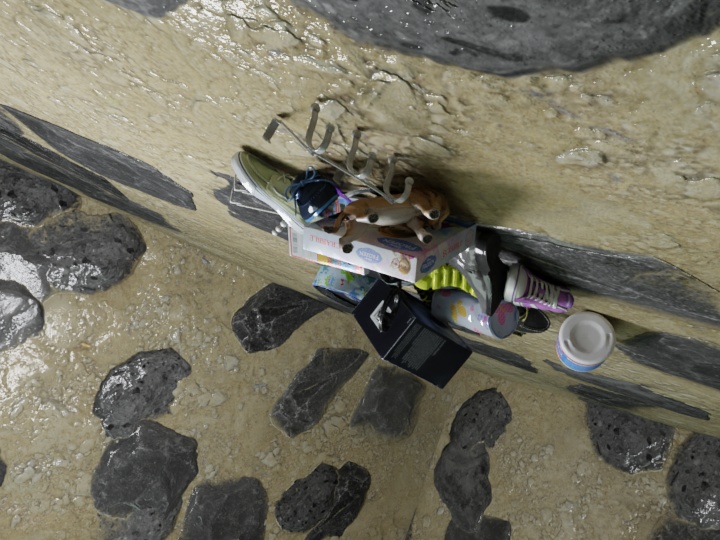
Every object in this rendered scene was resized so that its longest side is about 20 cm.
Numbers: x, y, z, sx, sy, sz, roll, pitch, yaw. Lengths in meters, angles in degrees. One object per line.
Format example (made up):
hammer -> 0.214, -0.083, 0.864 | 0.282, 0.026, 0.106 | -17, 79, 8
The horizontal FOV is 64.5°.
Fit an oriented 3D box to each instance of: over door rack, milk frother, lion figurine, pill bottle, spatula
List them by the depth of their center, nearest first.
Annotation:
over door rack -> -0.031, -0.162, 0.772 | 0.148, 0.067, 0.200 | 27, -178, -33
lion figurine -> 0.038, -0.080, 0.800 | 0.199, 0.073, 0.123 | 0, -152, -13
spatula -> 0.005, -0.131, 0.959 | 0.200, 0.021, 0.057 | 12, 162, 40
milk frother -> 0.000, 0.000, 1.153 | 0.188, 0.200, 0.180 | 14, 168, 39
over door rack -> -0.190, -0.125, 1.229 | 0.200, 0.067, 0.148 | 24, 169, -14
pill bottle -> 0.490, 0.163, 1.256 | 0.112, 0.113, 0.200 | 18, 168, 20

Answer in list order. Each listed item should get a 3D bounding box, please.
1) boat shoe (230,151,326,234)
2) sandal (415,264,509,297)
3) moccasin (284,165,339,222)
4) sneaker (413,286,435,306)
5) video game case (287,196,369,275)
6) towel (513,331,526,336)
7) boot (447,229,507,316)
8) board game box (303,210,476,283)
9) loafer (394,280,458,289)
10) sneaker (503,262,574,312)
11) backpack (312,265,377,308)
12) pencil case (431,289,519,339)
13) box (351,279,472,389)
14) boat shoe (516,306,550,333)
boat shoe -> -0.145, -0.150, 1.040 | 0.062, 0.072, 0.200 | -33, 119, 29
sandal -> 0.208, 0.002, 1.149 | 0.199, 0.080, 0.087 | 12, -155, 13
moccasin -> -0.088, -0.126, 0.933 | 0.068, 0.080, 0.200 | 52, 175, -14
sneaker -> 0.160, 0.036, 1.351 | 0.200, 0.085, 0.074 | 24, 169, -16
video game case -> -0.066, -0.079, 1.089 | 0.200, 0.143, 0.017 | 15, -156, 38
towel -> 0.305, 0.102, 1.410 | 0.148, 0.037, 0.200 | 20, -172, -29
boot -> 0.186, -0.009, 1.021 | 0.131, 0.070, 0.200 | 17, 141, 33
board game box -> 0.049, -0.054, 0.891 | 0.200, 0.041, 0.199 | 17, -153, 30
loafer -> 0.149, 0.004, 1.258 | 0.199, 0.063, 0.072 | 3, -168, 16
sneaker -> 0.332, 0.035, 1.048 | 0.114, 0.073, 0.200 | 13, 178, 26
backpack -> -0.012, 0.023, 1.457 | 0.200, 0.147, 0.183 | 21, 172, -21
pencil case -> 0.239, 0.086, 1.212 | 0.091, 0.083, 0.200 | 3, -174, -31
box -> 0.116, 0.139, 1.307 | 0.198, 0.123, 0.200 | 32, -169, -33
boat shoe -> 0.341, 0.089, 1.285 | 0.201, 0.072, 0.061 | 25, 174, -3
